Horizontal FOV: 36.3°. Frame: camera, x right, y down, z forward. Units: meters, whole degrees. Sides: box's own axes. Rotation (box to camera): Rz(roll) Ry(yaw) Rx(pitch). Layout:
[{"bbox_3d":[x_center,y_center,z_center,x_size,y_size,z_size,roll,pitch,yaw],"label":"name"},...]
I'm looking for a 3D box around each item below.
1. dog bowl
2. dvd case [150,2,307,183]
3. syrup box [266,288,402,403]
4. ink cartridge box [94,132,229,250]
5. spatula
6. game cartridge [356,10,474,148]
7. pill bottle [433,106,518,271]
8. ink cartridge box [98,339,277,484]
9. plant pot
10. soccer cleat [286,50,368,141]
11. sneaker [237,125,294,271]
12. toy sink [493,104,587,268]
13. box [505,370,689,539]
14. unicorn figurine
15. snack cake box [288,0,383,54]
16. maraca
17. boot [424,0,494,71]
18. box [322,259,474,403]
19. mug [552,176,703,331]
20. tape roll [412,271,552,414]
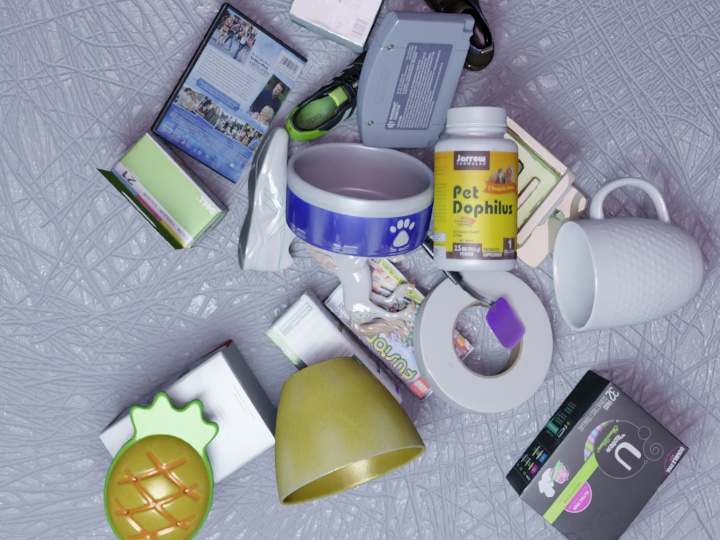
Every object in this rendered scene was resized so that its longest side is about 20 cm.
[{"bbox_3d":[-0.001,-0.096,1.447,0.196,0.201,0.080,6,117,-2],"label":"dog bowl"},{"bbox_3d":[-0.178,-0.241,1.502,0.141,0.018,0.202,30,92,-26],"label":"dvd case"},{"bbox_3d":[-0.034,0.128,1.522,0.079,0.081,0.200,-42,93,4],"label":"syrup box"},{"bbox_3d":[-0.255,-0.104,1.441,0.076,0.200,0.148,-44,94,1],"label":"ink cartridge box"},{"bbox_3d":[0.148,0.025,1.495,0.200,0.021,0.057,45,50,1],"label":"spatula"},{"bbox_3d":[0.065,-0.252,1.458,0.131,0.041,0.202,-5,135,-23],"label":"game cartridge"},{"bbox_3d":[0.147,-0.102,1.395,0.107,0.109,0.204,0,93,-2],"label":"pill bottle"},{"bbox_3d":[-0.226,0.214,1.489,0.198,0.145,0.146,-32,94,1],"label":"ink cartridge box"},{"bbox_3d":[-0.031,0.196,1.410,0.197,0.200,0.144,-20,73,-1],"label":"plant pot"},{"bbox_3d":[-0.016,-0.242,1.502,0.199,0.081,0.068,-36,94,0],"label":"soccer cleat"},{"bbox_3d":[-0.117,-0.097,1.521,0.079,0.070,0.204,8,96,-17],"label":"sneaker"},{"bbox_3d":[0.213,-0.109,1.502,0.199,0.112,0.131,41,92,-4],"label":"toy sink"},{"bbox_3d":[0.323,0.268,1.523,0.148,0.124,0.201,38,90,-3],"label":"box"},{"bbox_3d":[0.000,0.000,1.482,0.135,0.074,0.204,-8,97,12],"label":"unicorn figurine"},{"bbox_3d":[-0.009,-0.415,1.499,0.113,0.067,0.203,24,92,-1],"label":"snack cake box"},{"bbox_3d":[-0.245,0.253,1.364,0.135,0.107,0.204,13,94,-10],"label":"maraca"},{"bbox_3d":[0.131,-0.372,1.491,0.074,0.097,0.202,-30,94,0],"label":"boot"},{"bbox_3d":[0.053,0.076,1.546,0.200,0.035,0.110,44,91,-4],"label":"box"},{"bbox_3d":[0.367,-0.026,1.497,0.172,0.148,0.204,-5,91,-12],"label":"mug"},{"bbox_3d":[0.169,0.097,1.519,0.199,0.037,0.207,3,79,-15],"label":"tape roll"}]
